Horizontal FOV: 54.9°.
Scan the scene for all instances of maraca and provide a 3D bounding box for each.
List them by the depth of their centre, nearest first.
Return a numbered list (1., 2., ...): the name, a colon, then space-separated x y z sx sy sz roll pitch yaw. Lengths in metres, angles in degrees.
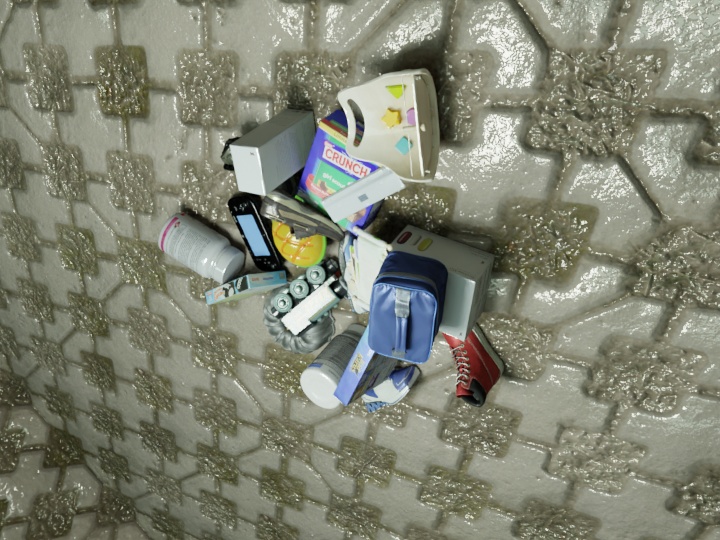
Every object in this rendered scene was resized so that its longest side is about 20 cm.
1. maraca: -0.144 -0.103 1.548 0.136 0.107 0.202 -13 102 29

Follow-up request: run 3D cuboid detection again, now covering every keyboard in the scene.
1. keyboard: 0.001 -0.151 1.379 0.199 0.011 0.056 -23 115 40

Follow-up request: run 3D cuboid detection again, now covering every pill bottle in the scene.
1. pill bottle: -0.044 0.221 1.641 0.113 0.200 0.115 18 130 24
2. pill bottle: -0.400 -0.053 1.749 0.199 0.113 0.114 30 133 13

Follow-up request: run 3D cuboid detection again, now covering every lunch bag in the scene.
1. lunch bag: 0.085 0.082 1.331 0.134 0.133 0.202 11 125 14

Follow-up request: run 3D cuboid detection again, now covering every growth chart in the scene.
1. growth chart: 0.017 0.006 1.443 0.144 0.018 0.202 36 137 42

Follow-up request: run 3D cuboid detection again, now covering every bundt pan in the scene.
1. bundt pan: -0.166 0.129 1.746 0.200 0.076 0.204 18 130 23

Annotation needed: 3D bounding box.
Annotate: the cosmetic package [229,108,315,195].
1. cosmetic package: -0.169 -0.243 1.398 0.071 0.200 0.102 12 126 26

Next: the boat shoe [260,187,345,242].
1. boat shoe: -0.125 -0.105 1.464 0.199 0.075 0.074 28 101 -24

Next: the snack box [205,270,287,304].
1. snack box: -0.287 0.043 1.729 0.199 0.115 0.038 -19 81 45

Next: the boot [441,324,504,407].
1. boot: 0.214 0.188 1.481 0.200 0.144 0.072 50 136 -4

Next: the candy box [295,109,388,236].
1. candy box: -0.024 -0.197 1.418 0.168 0.077 0.201 34 133 8

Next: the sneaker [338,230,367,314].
1. sneaker: 0.000 0.000 1.557 0.076 0.076 0.202 -10 116 13

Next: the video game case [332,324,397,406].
1. video game case: 0.039 0.186 1.537 0.045 0.181 0.201 36 117 20

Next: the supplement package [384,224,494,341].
1. supplement package: 0.155 0.023 1.429 0.198 0.111 0.157 20 130 20

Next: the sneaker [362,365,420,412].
1. sneaker: 0.043 0.271 1.700 0.115 0.081 0.199 46 136 -6

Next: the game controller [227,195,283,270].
1. game controller: -0.254 -0.088 1.676 0.103 0.042 0.202 -5 117 36

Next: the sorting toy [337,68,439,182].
1. sorting toy: 0.048 -0.273 1.269 0.178 0.107 0.202 2 119 19

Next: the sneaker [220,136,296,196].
1. sneaker: -0.227 -0.215 1.486 0.200 0.114 0.076 48 121 17

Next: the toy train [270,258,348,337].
1. toy train: -0.116 0.063 1.623 0.200 0.085 0.114 -39 93 12
